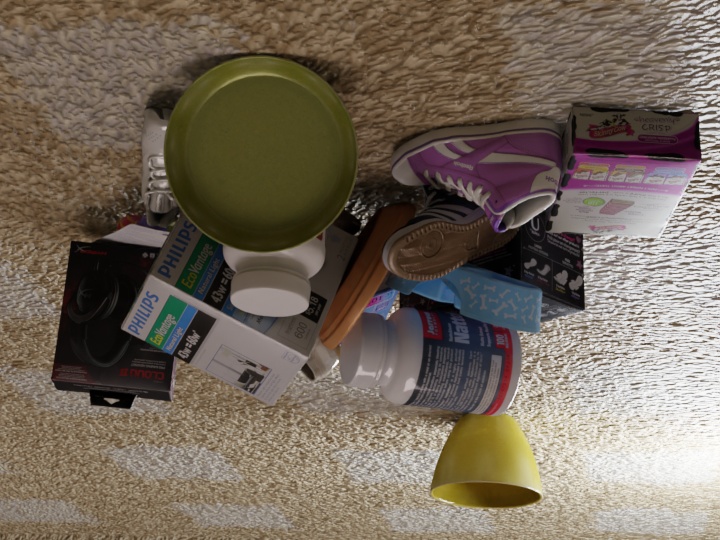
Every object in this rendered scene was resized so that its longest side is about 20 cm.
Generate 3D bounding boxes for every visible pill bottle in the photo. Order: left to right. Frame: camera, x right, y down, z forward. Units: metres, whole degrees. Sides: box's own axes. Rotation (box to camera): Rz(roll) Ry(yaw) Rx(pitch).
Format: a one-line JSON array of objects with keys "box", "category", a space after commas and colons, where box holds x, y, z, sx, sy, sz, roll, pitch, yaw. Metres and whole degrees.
[{"box": [-0.091, -0.057, 1.487, 0.112, 0.200, 0.112, 3, 157, 1], "category": "pill bottle"}, {"box": [0.083, 0.107, 1.656, 0.200, 0.120, 0.120, 8, 157, -17], "category": "pill bottle"}]

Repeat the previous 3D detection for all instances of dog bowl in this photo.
[{"box": [0.122, 0.020, 1.568, 0.200, 0.050, 0.111, 21, -173, 38], "category": "dog bowl"}]

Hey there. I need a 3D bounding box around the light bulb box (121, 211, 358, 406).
[{"box": [-0.138, 0.014, 1.582, 0.200, 0.198, 0.125, 28, 139, -7], "category": "light bulb box"}]

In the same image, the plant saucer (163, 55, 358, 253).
[{"box": [-0.100, -0.119, 1.396, 0.200, 0.200, 0.031, 2, -171, 4], "category": "plant saucer"}]

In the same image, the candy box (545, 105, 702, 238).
[{"box": [0.282, -0.104, 1.498, 0.136, 0.061, 0.200, 3, 157, 0], "category": "candy box"}]

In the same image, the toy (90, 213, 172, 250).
[{"box": [-0.278, -0.044, 1.749, 0.115, 0.047, 0.200, 13, 161, -30], "category": "toy"}]

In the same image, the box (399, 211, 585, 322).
[{"box": [0.163, 0.004, 1.707, 0.132, 0.115, 0.200, 21, 152, -40], "category": "box"}]

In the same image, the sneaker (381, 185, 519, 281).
[{"box": [0.077, -0.051, 1.539, 0.200, 0.070, 0.108, -19, -144, -38], "category": "sneaker"}]

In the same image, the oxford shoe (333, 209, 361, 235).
[{"box": [-0.079, -0.028, 1.729, 0.073, 0.071, 0.200, 14, 155, -35], "category": "oxford shoe"}]

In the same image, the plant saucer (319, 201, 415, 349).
[{"box": [0.000, 0.000, 1.637, 0.037, 0.200, 0.200, 31, 152, -6], "category": "plant saucer"}]

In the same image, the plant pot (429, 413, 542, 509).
[{"box": [0.227, 0.336, 2.455, 0.200, 0.142, 0.200, 3, 157, 1], "category": "plant pot"}]

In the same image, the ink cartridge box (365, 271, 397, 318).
[{"box": [-0.034, 0.047, 1.832, 0.136, 0.076, 0.200, -20, 164, -15], "category": "ink cartridge box"}]

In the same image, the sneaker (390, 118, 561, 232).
[{"box": [0.119, -0.094, 1.481, 0.200, 0.114, 0.073, -8, 156, 30], "category": "sneaker"}]

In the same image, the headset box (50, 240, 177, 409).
[{"box": [-0.300, 0.074, 1.715, 0.149, 0.200, 0.077, 7, 163, -4], "category": "headset box"}]

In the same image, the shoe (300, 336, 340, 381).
[{"box": [-0.105, 0.056, 1.704, 0.200, 0.053, 0.070, 45, 150, 0], "category": "shoe"}]

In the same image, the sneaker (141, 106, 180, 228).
[{"box": [-0.210, -0.113, 1.518, 0.074, 0.087, 0.200, 12, 156, 1], "category": "sneaker"}]
